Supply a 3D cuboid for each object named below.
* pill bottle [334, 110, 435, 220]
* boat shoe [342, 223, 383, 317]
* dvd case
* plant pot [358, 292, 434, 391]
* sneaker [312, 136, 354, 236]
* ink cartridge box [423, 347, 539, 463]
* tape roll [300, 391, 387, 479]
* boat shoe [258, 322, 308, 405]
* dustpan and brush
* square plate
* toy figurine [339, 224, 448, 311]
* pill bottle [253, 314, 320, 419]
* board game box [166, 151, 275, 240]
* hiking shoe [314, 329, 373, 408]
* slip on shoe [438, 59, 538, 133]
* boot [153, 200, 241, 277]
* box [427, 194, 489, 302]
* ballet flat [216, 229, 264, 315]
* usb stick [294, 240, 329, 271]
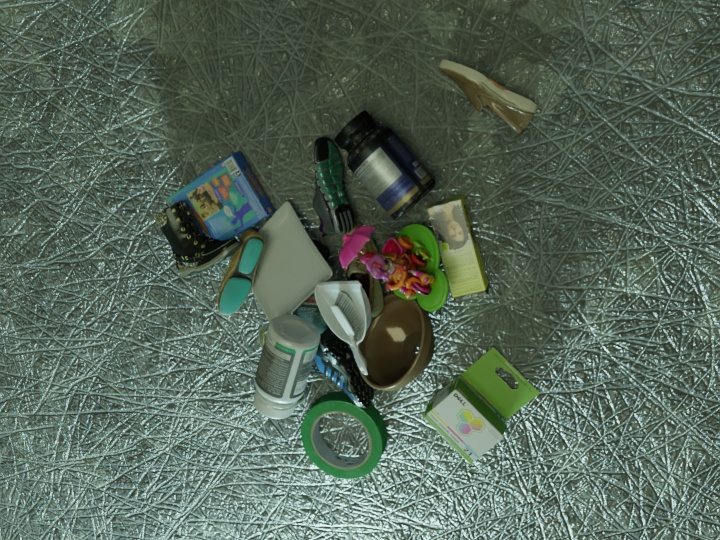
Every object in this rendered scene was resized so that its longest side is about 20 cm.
[{"bbox_3d":[0.044,-0.207,1.323,0.112,0.112,0.200,-40,92,24],"label":"pill bottle"},{"bbox_3d":[0.000,0.000,1.408,0.073,0.066,0.203,-17,85,25],"label":"boat shoe"},{"bbox_3d":[-0.070,0.144,1.501,0.144,0.022,0.203,4,118,16],"label":"dvd case"},{"bbox_3d":[0.089,0.155,1.410,0.092,0.202,0.201,21,120,-36],"label":"plant pot"},{"bbox_3d":[-0.079,-0.168,1.399,0.087,0.074,0.203,-9,95,43],"label":"sneaker"},{"bbox_3d":[0.255,0.284,1.432,0.148,0.076,0.200,44,115,0],"label":"ink cartridge box"},{"bbox_3d":[-0.039,0.381,1.568,0.197,0.048,0.203,5,108,15],"label":"tape roll"},{"bbox_3d":[-0.176,0.214,1.542,0.071,0.062,0.202,-26,92,15],"label":"boat shoe"},{"bbox_3d":[-0.018,0.120,1.373,0.138,0.057,0.201,-3,124,45],"label":"dustpan and brush"},{"bbox_3d":[-0.166,-0.010,1.465,0.200,0.028,0.199,-42,69,25],"label":"square plate"},{"bbox_3d":[0.049,-0.012,1.292,0.151,0.182,0.201,-56,46,27],"label":"toy figurine"},{"bbox_3d":[-0.161,0.206,1.437,0.112,0.113,0.202,23,115,9],"label":"pill bottle"},{"bbox_3d":[-0.306,-0.144,1.487,0.198,0.045,0.153,-27,98,23],"label":"board game box"},{"bbox_3d":[-0.042,0.216,1.487,0.086,0.074,0.201,-18,108,44],"label":"hiking shoe"},{"bbox_3d":[0.228,-0.324,1.254,0.198,0.076,0.061,28,107,-1],"label":"slip on shoe"},{"bbox_3d":[-0.354,-0.077,1.445,0.202,0.073,0.155,-18,102,42],"label":"boot"},{"bbox_3d":[0.198,-0.043,1.362,0.074,0.050,0.202,-15,103,21],"label":"box"},{"bbox_3d":[-0.262,0.002,1.484,0.068,0.063,0.202,19,108,-32],"label":"ballet flat"},{"bbox_3d":[-0.134,0.020,1.492,0.055,0.033,0.201,33,114,-3],"label":"usb stick"}]
